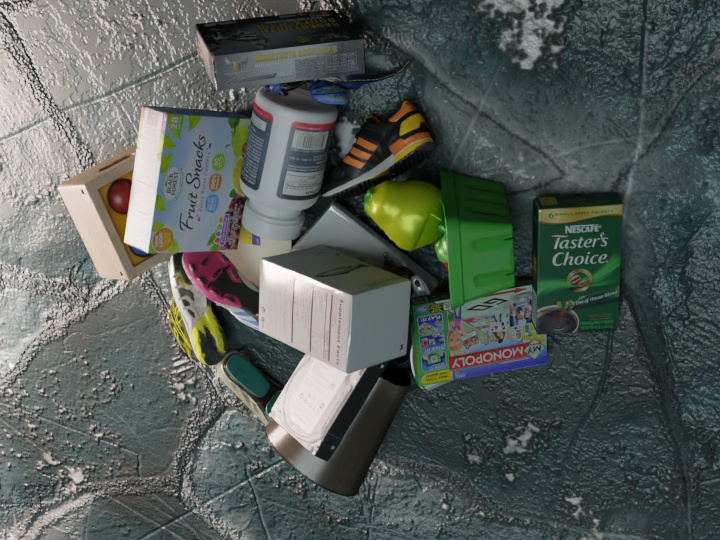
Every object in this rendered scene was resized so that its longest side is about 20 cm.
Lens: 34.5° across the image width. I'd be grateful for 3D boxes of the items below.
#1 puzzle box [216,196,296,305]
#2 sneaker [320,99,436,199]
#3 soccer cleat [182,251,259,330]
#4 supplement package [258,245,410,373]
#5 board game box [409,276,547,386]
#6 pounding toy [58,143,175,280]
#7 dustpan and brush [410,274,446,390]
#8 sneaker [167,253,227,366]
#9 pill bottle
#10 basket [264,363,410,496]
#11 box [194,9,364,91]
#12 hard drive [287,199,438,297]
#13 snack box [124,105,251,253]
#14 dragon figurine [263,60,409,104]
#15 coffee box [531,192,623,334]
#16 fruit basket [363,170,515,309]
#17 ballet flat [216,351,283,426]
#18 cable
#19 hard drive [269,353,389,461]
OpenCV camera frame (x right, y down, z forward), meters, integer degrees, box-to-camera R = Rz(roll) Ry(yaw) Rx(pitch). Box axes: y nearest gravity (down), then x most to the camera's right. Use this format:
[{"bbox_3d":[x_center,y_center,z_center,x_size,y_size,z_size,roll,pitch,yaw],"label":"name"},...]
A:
[{"bbox_3d":[-0.164,-0.029,1.807,0.132,0.025,0.201,9,118,14],"label":"puzzle box"},{"bbox_3d":[0.016,-0.172,1.663,0.200,0.070,0.090,-26,78,34],"label":"sneaker"},{"bbox_3d":[-0.197,0.037,1.782,0.200,0.070,0.086,38,157,-13],"label":"soccer cleat"},{"bbox_3d":[-0.039,0.050,1.641,0.200,0.117,0.118,21,115,43],"label":"supplement package"},{"bbox_3d":[0.174,0.089,1.701,0.199,0.029,0.135,-10,113,-7],"label":"board game box"},{"bbox_3d":[-0.315,-0.114,1.733,0.142,0.200,0.185,4,122,52],"label":"pounding toy"},{"bbox_3d":[0.119,0.085,1.726,0.139,0.057,0.201,-24,109,7],"label":"dustpan and brush"},{"bbox_3d":[-0.283,0.060,1.863,0.084,0.074,0.201,-3,105,40],"label":"sneaker"},{"bbox_3d":[-0.110,-0.152,1.664,0.119,0.120,0.201,19,114,9],"label":"pill bottle"},{"bbox_3d":[-0.021,0.221,1.806,0.180,0.136,0.200,36,106,0],"label":"basket"},{"bbox_3d":[-0.109,-0.294,1.535,0.199,0.159,0.049,-9,118,-12],"label":"box"},{"bbox_3d":[0.000,0.000,1.753,0.200,0.025,0.132,37,121,-11],"label":"hard drive"},{"bbox_3d":[-0.244,-0.130,1.671,0.068,0.168,0.201,20,105,41],"label":"snack box"},{"bbox_3d":[-0.038,-0.266,1.604,0.199,0.099,0.059,10,119,14],"label":"dragon figurine"},{"bbox_3d":[0.303,-0.007,1.634,0.122,0.044,0.201,-2,116,0],"label":"coffee box"},{"bbox_3d":[0.106,-0.054,1.601,0.214,0.216,0.156,3,116,17],"label":"fruit basket"},{"bbox_3d":[-0.159,0.212,1.915,0.200,0.067,0.062,48,149,-5],"label":"ballet flat"},{"bbox_3d":[0.052,0.057,1.750,0.097,0.050,0.200,-23,127,5],"label":"cable"},{"bbox_3d":[-0.043,0.165,1.727,0.038,0.140,0.201,33,90,-40],"label":"hard drive"}]
